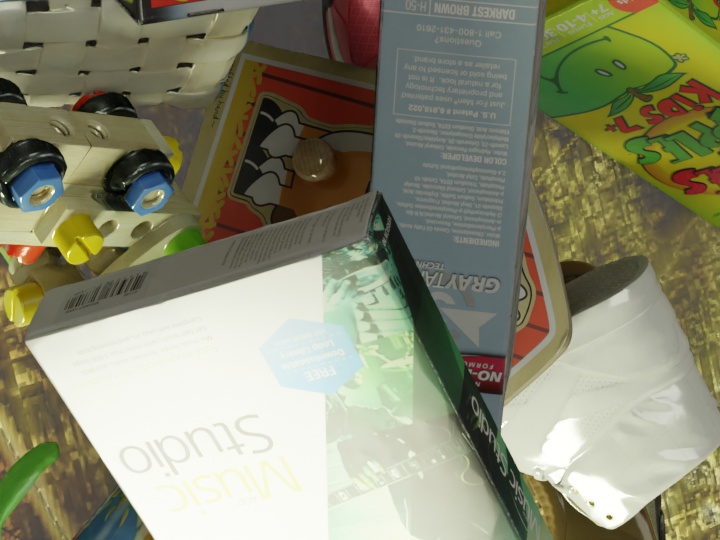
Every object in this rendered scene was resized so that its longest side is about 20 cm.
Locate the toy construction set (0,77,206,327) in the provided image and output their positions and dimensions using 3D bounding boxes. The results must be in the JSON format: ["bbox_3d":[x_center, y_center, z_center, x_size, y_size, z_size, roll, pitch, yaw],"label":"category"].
[{"bbox_3d":[-0.138,-0.008,0.728,0.092,0.200,0.131,46,116,11],"label":"toy construction set"}]

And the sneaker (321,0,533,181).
[{"bbox_3d":[0.048,-0.074,0.862,0.073,0.087,0.201,-26,104,-19],"label":"sneaker"}]

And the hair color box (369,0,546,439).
[{"bbox_3d":[0.037,-0.035,0.706,0.060,0.099,0.202,5,112,7],"label":"hair color box"}]

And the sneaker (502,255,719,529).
[{"bbox_3d":[0.074,0.087,0.853,0.199,0.074,0.116,-26,106,21],"label":"sneaker"}]

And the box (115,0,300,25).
[{"bbox_3d":[-0.040,-0.196,0.650,0.109,0.035,0.201,-11,121,-22],"label":"box"}]

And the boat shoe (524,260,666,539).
[{"bbox_3d":[0.116,0.095,0.920,0.073,0.065,0.202,-7,92,7],"label":"boat shoe"}]

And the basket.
[{"bbox_3d":[-0.120,-0.173,0.765,0.175,0.139,0.201,-6,64,-23],"label":"basket"}]

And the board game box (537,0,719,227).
[{"bbox_3d":[0.155,-0.094,0.869,0.199,0.101,0.048,28,55,-36],"label":"board game box"}]

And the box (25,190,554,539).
[{"bbox_3d":[-0.018,0.075,0.686,0.143,0.036,0.201,-16,122,22],"label":"box"}]

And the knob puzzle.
[{"bbox_3d":[0.000,0.000,0.813,0.218,0.030,0.222,-2,82,16],"label":"knob puzzle"}]

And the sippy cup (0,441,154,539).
[{"bbox_3d":[-0.080,0.148,0.813,0.131,0.139,0.178,-59,149,-19],"label":"sippy cup"}]
